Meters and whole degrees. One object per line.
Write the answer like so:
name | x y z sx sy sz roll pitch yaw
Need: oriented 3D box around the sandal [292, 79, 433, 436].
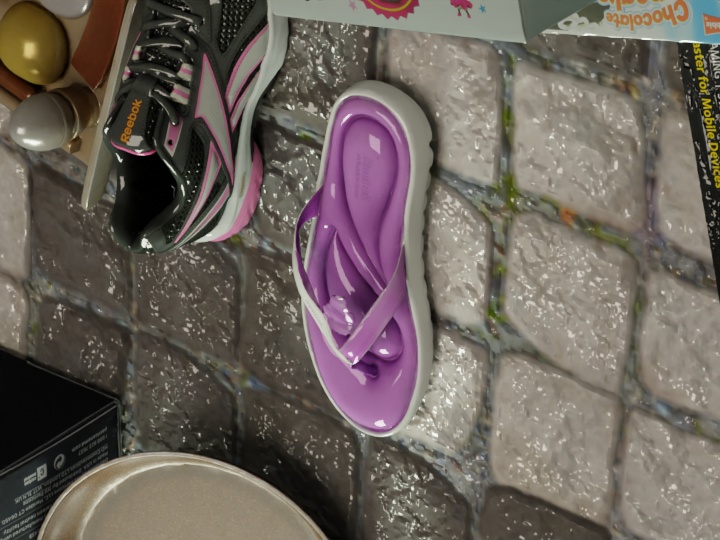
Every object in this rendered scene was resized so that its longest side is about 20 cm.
sandal | -0.006 -0.002 1.456 0.082 0.050 0.204 19 122 33

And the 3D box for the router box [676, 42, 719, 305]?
router box | 0.227 -0.024 1.243 0.149 0.051 0.201 1 111 39

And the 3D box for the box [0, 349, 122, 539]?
box | -0.251 0.156 1.695 0.199 0.124 0.198 19 124 33

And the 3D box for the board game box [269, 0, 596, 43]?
board game box | 0.073 -0.167 1.193 0.147 0.200 0.065 11 122 43

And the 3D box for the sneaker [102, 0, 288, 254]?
sneaker | -0.093 -0.094 1.460 0.080 0.086 0.201 18 120 32

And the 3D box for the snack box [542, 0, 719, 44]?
snack box | 0.125 -0.136 1.232 0.199 0.116 0.037 8 116 38

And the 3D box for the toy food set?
toy food set | -0.203 -0.142 1.550 0.200 0.060 0.144 35 129 23

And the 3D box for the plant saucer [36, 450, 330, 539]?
plant saucer | -0.090 0.186 1.598 0.199 0.032 0.201 8 117 16
